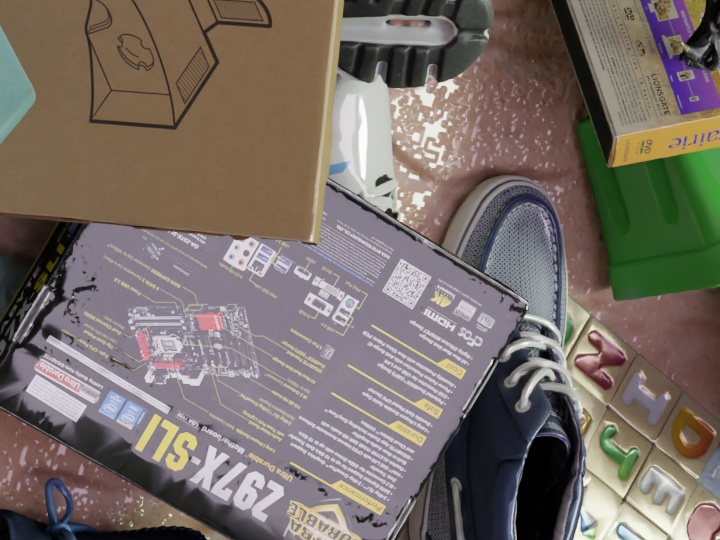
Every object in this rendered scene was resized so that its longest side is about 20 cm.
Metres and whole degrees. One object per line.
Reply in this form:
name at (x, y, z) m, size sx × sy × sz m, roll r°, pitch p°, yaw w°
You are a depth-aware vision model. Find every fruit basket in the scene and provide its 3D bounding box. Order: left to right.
fruit basket at (0.226, -0.029, 1.477) m, size 0.214 × 0.155 × 0.217 m, roll 2°, pitch 85°, yaw -22°

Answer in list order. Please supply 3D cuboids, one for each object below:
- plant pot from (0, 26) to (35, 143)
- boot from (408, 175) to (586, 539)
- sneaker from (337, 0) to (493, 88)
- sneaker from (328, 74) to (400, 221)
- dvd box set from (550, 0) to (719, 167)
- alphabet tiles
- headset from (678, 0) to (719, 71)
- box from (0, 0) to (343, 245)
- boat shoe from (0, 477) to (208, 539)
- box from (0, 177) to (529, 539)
plant pot at (-0.241, -0.055, 1.168) m, size 0.199 × 0.141 × 0.142 m, roll -33°, pitch 102°, yaw -24°
boot at (0.080, 0.052, 1.408) m, size 0.072 × 0.090 × 0.202 m, roll 10°, pitch 82°, yaw -27°
sneaker at (-0.044, -0.131, 1.327) m, size 0.198 × 0.091 × 0.079 m, roll 6°, pitch 126°, yaw -12°
sneaker at (0.000, 0.000, 1.371) m, size 0.072 × 0.072 × 0.202 m, roll -25°, pitch 123°, yaw -60°
dvd box set at (0.192, -0.131, 1.403) m, size 0.199 × 0.147 × 0.029 m, roll -12°, pitch 150°, yaw -9°
alphabet tiles at (0.100, 0.110, 1.471) m, size 0.200 × 0.006 × 0.167 m, roll 39°, pitch 69°, yaw -21°
headset at (0.113, -0.185, 1.360) m, size 0.123 × 0.200 × 0.094 m, roll -25°, pitch 152°, yaw -25°
box at (-0.086, -0.117, 1.249) m, size 0.162 × 0.021 × 0.202 m, roll 5°, pitch 87°, yaw 12°
boat shoe at (-0.152, 0.140, 1.311) m, size 0.199 × 0.084 × 0.069 m, roll -13°, pitch 115°, yaw -31°
box at (-0.048, 0.031, 1.308) m, size 0.199 × 0.049 × 0.160 m, roll 30°, pitch 93°, yaw -17°
